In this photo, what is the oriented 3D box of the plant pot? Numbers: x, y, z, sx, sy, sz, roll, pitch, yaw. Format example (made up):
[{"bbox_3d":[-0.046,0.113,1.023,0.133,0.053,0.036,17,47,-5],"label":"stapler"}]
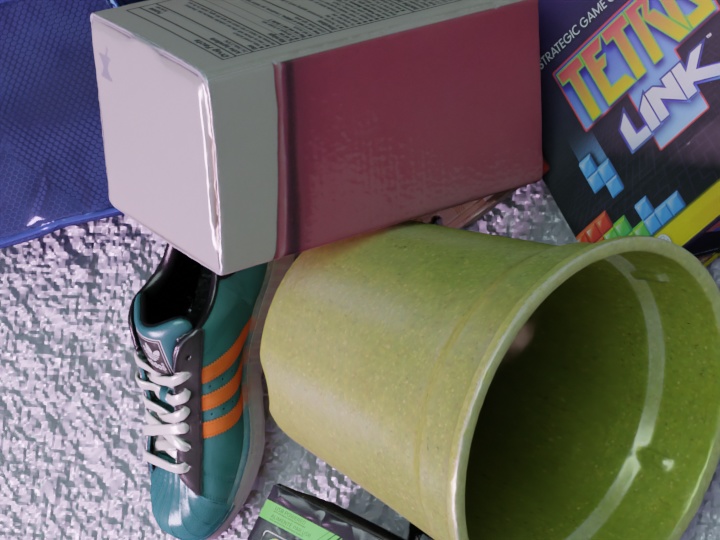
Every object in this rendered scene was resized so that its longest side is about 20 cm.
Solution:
[{"bbox_3d":[0.055,0.057,1.312,0.184,0.200,0.201,20,86,43],"label":"plant pot"}]

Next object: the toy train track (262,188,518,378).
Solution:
[{"bbox_3d":[0.000,0.000,1.425,0.200,0.033,0.115,-36,69,9],"label":"toy train track"}]

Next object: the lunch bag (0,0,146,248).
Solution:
[{"bbox_3d":[-0.182,-0.092,1.457,0.200,0.132,0.136,-13,99,18],"label":"lunch bag"}]

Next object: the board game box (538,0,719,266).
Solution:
[{"bbox_3d":[0.169,-0.105,1.326,0.200,0.057,0.166,-44,67,36],"label":"board game box"}]

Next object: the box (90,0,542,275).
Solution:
[{"bbox_3d":[-0.021,-0.088,1.337,0.128,0.200,0.109,31,132,52],"label":"box"}]

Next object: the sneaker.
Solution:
[{"bbox_3d":[-0.095,0.051,1.402,0.071,0.080,0.200,18,102,42],"label":"sneaker"}]

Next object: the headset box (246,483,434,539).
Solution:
[{"bbox_3d":[0.004,0.227,1.343,0.174,0.093,0.200,26,88,22],"label":"headset box"}]
